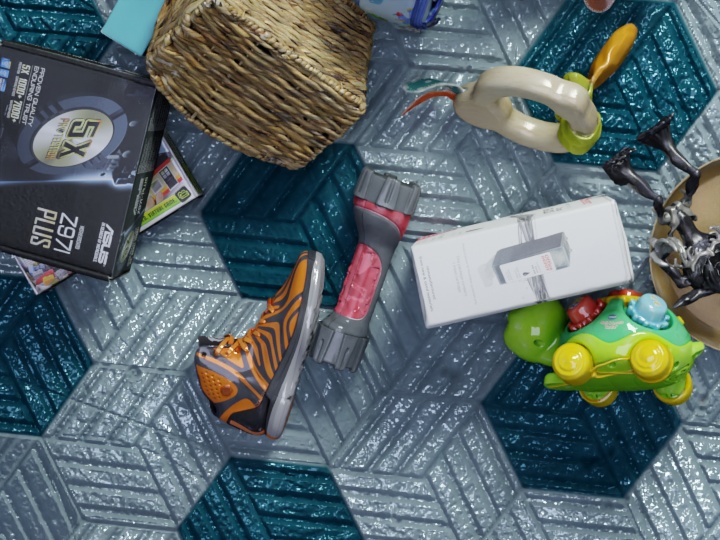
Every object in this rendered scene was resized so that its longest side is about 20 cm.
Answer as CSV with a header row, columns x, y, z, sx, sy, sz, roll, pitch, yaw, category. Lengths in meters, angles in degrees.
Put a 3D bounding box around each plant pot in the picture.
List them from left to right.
x,y,z,sx,sy,sz,roll,pitch,yaw,category
0.385,-0.017,1.540,0.199,0.027,0.202,1,97,6,plant pot

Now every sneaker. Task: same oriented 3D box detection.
x,y,z,sx,sy,sz,roll,pitch,yaw,category
-0.106,0.066,1.569,0.111,0.078,0.201,17,98,2,sneaker

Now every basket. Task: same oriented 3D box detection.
x,y,z,sx,sy,sz,roll,pitch,yaw,category
-0.099,-0.213,1.507,0.199,0.150,0.143,33,129,-25,basket

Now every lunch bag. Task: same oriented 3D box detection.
x,y,z,sx,sy,sz,roll,pitch,yaw,category
0.061,-0.328,1.468,0.082,0.161,0.201,19,97,3,lunch bag

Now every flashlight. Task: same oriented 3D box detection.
x,y,z,sx,sy,sz,roll,pitch,yaw,category
0.000,0.000,1.555,0.067,0.068,0.201,19,95,-8,flashlight

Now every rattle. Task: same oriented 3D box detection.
x,y,z,sx,sy,sz,roll,pitch,yaw,category
0.150,-0.199,1.523,0.199,0.130,0.144,14,86,30,rattle

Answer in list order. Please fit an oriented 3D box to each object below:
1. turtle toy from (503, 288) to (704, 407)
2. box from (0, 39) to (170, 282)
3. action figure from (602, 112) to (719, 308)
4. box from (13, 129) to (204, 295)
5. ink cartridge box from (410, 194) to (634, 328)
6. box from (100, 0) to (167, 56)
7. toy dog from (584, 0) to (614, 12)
x,y,z,sx,sy,sz,roll,pitch,yaw,category
0.235,0.071,1.517,0.199,0.146,0.102,-2,73,21,turtle toy
-0.289,-0.109,1.527,0.163,0.086,0.201,16,97,3,box
0.318,-0.042,1.481,0.119,0.102,0.200,-36,90,-3,action figure
-0.273,-0.072,1.591,0.199,0.035,0.110,-31,92,8,box
0.155,-0.011,1.502,0.199,0.146,0.085,-11,94,6,ink cartridge box
-0.179,-0.308,1.533,0.049,0.082,0.201,31,98,2,box
0.211,-0.294,1.488,0.199,0.097,0.132,24,57,30,toy dog
